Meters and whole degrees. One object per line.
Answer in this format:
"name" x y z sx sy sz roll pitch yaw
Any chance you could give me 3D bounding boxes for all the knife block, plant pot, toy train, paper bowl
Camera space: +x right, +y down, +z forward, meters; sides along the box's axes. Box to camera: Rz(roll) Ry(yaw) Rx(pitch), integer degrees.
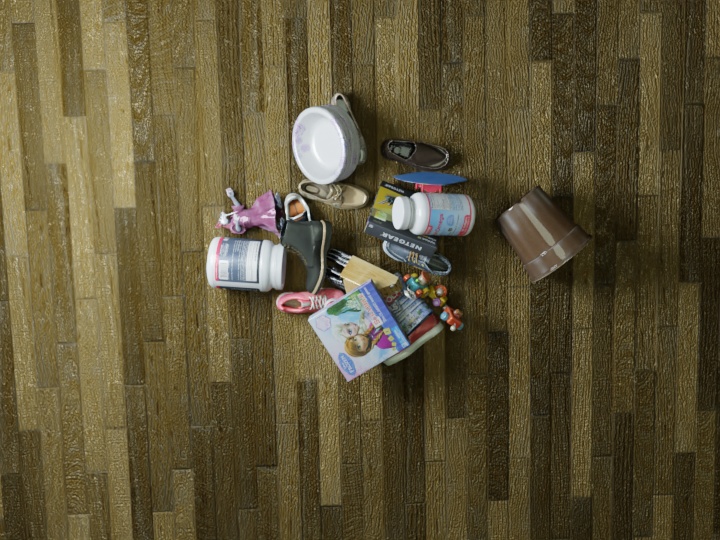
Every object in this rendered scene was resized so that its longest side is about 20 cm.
"knife block" 0.000 0.000 1.668 0.198 0.064 0.177 -19 63 9
"plant pot" 0.483 -0.108 1.654 0.200 0.200 0.199 -38 87 2
"toy train" 0.206 0.073 1.663 0.199 0.151 0.056 34 112 -20
"paper bowl" -0.081 -0.338 1.629 0.199 0.104 0.203 18 119 36

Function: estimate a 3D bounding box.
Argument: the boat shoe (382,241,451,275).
"boat shoe" 0.160 -0.043 1.693 0.198 0.091 0.072 20 94 -3

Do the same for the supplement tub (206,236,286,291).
"supplement tub" -0.307 -0.016 1.661 0.197 0.140 0.142 4 95 -2

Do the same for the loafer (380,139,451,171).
"loafer" 0.154 -0.317 1.679 0.197 0.071 0.074 7 95 -2

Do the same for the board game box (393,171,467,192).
"board game box" 0.186 -0.228 1.628 0.157 0.199 0.039 18 113 37

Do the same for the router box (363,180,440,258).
"router box" 0.124 -0.140 1.662 0.198 0.052 0.158 20 55 -3

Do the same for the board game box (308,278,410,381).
"board game box" -0.002 0.158 1.603 0.198 0.041 0.201 -32 97 11

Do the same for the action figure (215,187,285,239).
"action figure" -0.305 -0.145 1.690 0.198 0.135 0.149 -14 138 12

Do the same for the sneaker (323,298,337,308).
"sneaker" -0.030 0.173 1.674 0.071 0.113 0.201 -33 111 6

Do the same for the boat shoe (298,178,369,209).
"boat shoe" -0.074 -0.210 1.687 0.197 0.065 0.072 8 95 -2

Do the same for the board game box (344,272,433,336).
"board game box" 0.062 0.107 1.684 0.200 0.062 0.200 -44 74 6

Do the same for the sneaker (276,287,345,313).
"sneaker" -0.138 0.094 1.701 0.198 0.087 0.075 -6 96 -1

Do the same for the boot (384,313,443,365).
"boot" 0.116 0.161 1.724 0.199 0.072 0.145 -38 94 -5

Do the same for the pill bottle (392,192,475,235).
"pill bottle" 0.188 -0.146 1.586 0.198 0.109 0.110 0 95 -17

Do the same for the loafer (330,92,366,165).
"loafer" -0.035 -0.387 1.673 0.071 0.063 0.202 -20 95 0

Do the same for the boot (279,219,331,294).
"boot" -0.162 -0.040 1.640 0.137 0.077 0.203 5 96 -27

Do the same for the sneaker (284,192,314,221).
"sneaker" -0.157 -0.118 1.688 0.078 0.079 0.202 -27 96 -1
